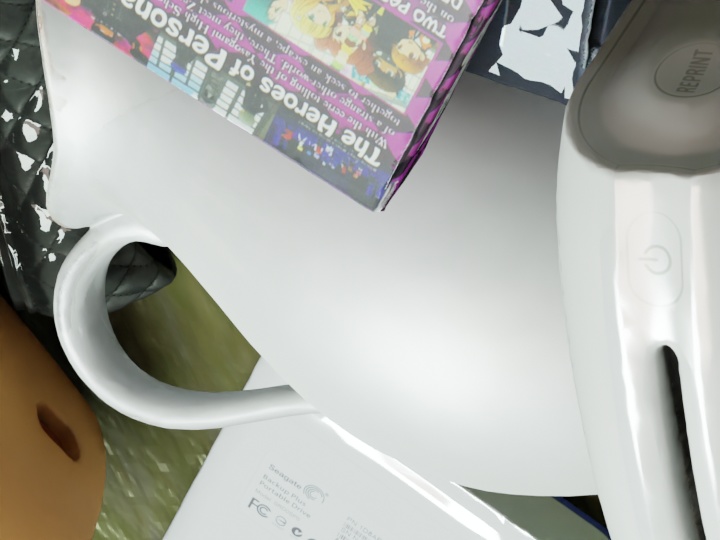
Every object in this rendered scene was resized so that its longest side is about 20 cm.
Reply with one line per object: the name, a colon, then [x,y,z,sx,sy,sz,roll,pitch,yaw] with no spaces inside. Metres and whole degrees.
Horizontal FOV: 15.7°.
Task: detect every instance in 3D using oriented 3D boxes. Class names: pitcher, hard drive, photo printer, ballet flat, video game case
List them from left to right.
ballet flat: [-0.097,-0.071,0.801,0.057,0.067,0.200,-13,130,-9]
video game case: [-0.043,-0.128,0.571,0.200,0.036,0.181,32,136,4]
hard drive: [-0.009,0.123,0.901,0.132,0.025,0.200,35,130,6]
pitcher: [0.000,0.000,0.742,0.200,0.121,0.172,27,129,20]
photo printer: [0.109,-0.008,0.612,0.069,0.200,0.167,5,129,28]

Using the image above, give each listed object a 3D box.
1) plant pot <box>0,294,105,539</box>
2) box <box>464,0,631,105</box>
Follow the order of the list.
plant pot: [-0.180,0.065,0.865,0.200,0.201,0.140,-16,137,39]
box: [-0.008,-0.150,0.632,0.199,0.104,0.148,21,134,15]
